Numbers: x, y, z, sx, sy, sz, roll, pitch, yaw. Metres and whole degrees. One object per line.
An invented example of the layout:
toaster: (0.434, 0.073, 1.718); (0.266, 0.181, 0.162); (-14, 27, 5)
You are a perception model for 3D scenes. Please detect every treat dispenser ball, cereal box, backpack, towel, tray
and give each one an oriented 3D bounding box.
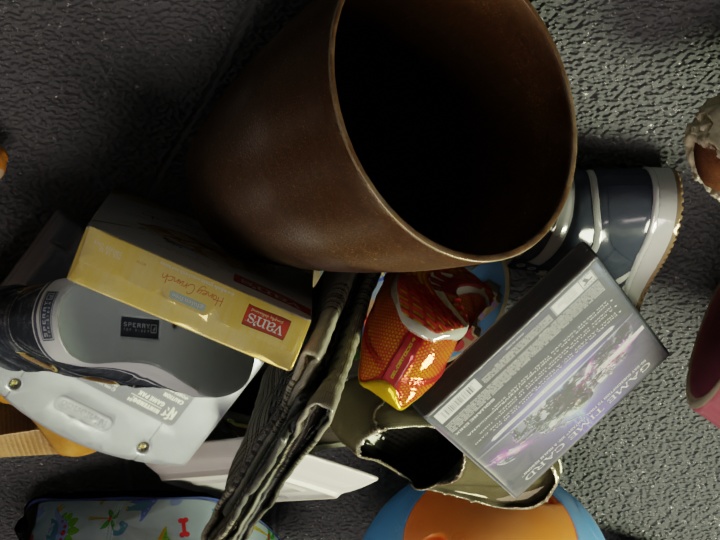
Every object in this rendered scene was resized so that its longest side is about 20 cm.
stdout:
treat dispenser ball: (0.092, 0.242, 1.905); (0.199, 0.202, 0.201); (-1, 145, -1)
cereal box: (-0.099, 0.002, 1.565); (0.143, 0.200, 0.040); (23, 97, -5)
backpack: (-0.150, 0.258, 1.943); (0.199, 0.148, 0.183); (-8, 146, 28)
towel: (-0.044, 0.072, 1.594); (0.034, 0.201, 0.193); (27, 131, -8)
tray: (-0.080, 0.148, 1.854); (0.107, 0.022, 0.200); (19, 165, -27)

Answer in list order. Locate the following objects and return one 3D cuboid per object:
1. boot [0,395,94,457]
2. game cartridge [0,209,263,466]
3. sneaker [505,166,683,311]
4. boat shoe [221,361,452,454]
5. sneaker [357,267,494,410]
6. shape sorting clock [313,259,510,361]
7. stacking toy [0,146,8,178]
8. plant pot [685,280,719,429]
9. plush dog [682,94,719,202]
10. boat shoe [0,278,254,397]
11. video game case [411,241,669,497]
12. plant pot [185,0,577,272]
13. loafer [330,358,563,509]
boot: (-0.202, 0.058, 1.767); (0.143, 0.071, 0.202); (-11, 142, -2)
game cartridge: (-0.166, 0.053, 1.721); (0.200, 0.042, 0.133); (31, 105, -39)
sneaker: (0.131, 0.003, 1.682); (0.108, 0.070, 0.201); (3, 138, -15)
boat shoe: (-0.008, 0.084, 1.792); (0.200, 0.072, 0.061); (-17, 146, 25)
sneaker: (0.031, 0.029, 1.558); (0.073, 0.200, 0.077); (34, 107, 4)
shape sorting clock: (0.000, 0.000, 1.683); (0.199, 0.039, 0.201); (5, 139, 4)
stacking toy: (-0.311, -0.034, 1.610); (0.199, 0.110, 0.116); (-21, 139, 8)
plant pot: (0.321, 0.066, 1.691); (0.178, 0.201, 0.200); (22, 141, -7)
plush dog: (0.315, -0.088, 1.533); (0.199, 0.161, 0.172); (14, 169, 29)
boat shoe: (-0.159, 0.039, 1.648); (0.090, 0.071, 0.200); (-1, 170, 38)
video game case: (0.118, 0.067, 1.619); (0.143, 0.019, 0.200); (-43, 154, 1)
plant pot: (-0.008, -0.073, 1.502); (0.186, 0.188, 0.199); (26, 151, -33)
loafer: (0.057, 0.127, 1.739); (0.199, 0.070, 0.075); (21, 123, -30)
